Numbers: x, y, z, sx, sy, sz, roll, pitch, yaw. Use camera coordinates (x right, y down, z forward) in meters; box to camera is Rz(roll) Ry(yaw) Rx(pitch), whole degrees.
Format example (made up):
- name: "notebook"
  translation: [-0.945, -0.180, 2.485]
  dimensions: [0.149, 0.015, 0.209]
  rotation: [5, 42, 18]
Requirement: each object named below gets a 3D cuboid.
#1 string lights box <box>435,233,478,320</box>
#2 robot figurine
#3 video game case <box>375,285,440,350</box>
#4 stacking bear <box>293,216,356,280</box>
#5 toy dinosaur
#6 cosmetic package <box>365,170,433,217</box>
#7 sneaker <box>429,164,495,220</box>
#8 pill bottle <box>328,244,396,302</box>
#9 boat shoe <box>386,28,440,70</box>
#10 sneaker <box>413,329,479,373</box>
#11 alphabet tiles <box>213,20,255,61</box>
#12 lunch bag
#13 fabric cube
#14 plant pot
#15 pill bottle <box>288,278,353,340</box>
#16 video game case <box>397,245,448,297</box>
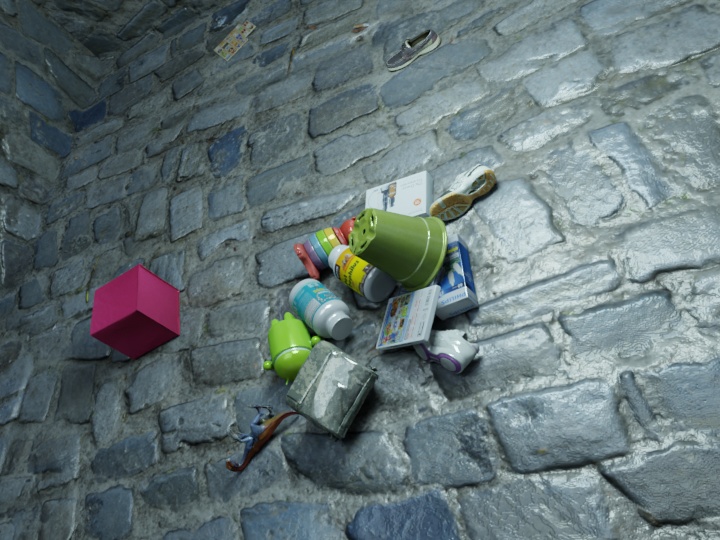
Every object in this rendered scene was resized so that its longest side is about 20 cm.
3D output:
- name: "string lights box"
  translation: [0.225, 0.015, 1.763]
  dimensions: [0.103, 0.059, 0.200]
  rotation: [-25, 48, 25]
- name: "robot figurine"
  translation: [-0.185, 0.212, 1.892]
  dimensions: [0.175, 0.116, 0.200]
  rotation: [-27, 48, 8]
- name: "video game case"
  translation: [0.115, 0.119, 1.722]
  dimensions: [0.200, 0.018, 0.143]
  rotation: [-20, 48, 56]
- name: "stacking bear"
  translation: [-0.078, -0.076, 2.022]
  dimensions: [0.200, 0.121, 0.114]
  rotation: [-30, 20, 3]
- name: "toy dinosaur"
  translation: [-0.280, 0.442, 1.830]
  dimensions: [0.200, 0.105, 0.182]
  rotation: [6, 85, 25]
- name: "cosmetic package"
  translation: [0.108, -0.186, 1.998]
  dimensions: [0.200, 0.052, 0.151]
  rotation: [-16, 55, 28]
- name: "sneaker"
  translation: [0.270, -0.210, 1.892]
  dimensions: [0.200, 0.076, 0.088]
  rotation: [-34, 31, 9]
- name: "pill bottle"
  translation: [0.000, 0.000, 1.906]
  dimensions: [0.109, 0.109, 0.200]
  rotation: [-53, 45, -6]
- name: "boat shoe"
  translation: [0.165, -0.736, 2.324]
  dimensions: [0.200, 0.065, 0.072]
  rotation: [-23, 51, 23]
- name: "sneaker"
  translation: [0.199, 0.178, 1.680]
  dimensions: [0.100, 0.075, 0.200]
  rotation: [-36, 37, -24]
- name: "alphabet tiles"
  translation: [-0.549, -1.017, 3.088]
  dimensions: [0.200, 0.008, 0.167]
  rotation: [-46, 44, 2]
- name: "lunch bag"
  translation: [-0.063, 0.298, 1.725]
  dimensions: [0.168, 0.139, 0.200]
  rotation: [23, 77, 44]
- name: "fabric cube"
  translation: [-0.731, 0.135, 2.292]
  dimensions: [0.199, 0.196, 0.200]
  rotation: [-29, 47, 18]
- name: "plant pot"
  translation: [0.079, -0.067, 1.739]
  dimensions: [0.200, 0.190, 0.200]
  rotation: [-39, 42, 46]
- name: "pill bottle"
  translation: [-0.103, 0.111, 1.905]
  dimensions: [0.111, 0.111, 0.200]
  rotation: [-50, 45, -3]
- name: "video game case"
  translation: [0.149, 0.027, 1.775]
  dimensions: [0.143, 0.019, 0.200]
  rotation: [7, 79, 62]
